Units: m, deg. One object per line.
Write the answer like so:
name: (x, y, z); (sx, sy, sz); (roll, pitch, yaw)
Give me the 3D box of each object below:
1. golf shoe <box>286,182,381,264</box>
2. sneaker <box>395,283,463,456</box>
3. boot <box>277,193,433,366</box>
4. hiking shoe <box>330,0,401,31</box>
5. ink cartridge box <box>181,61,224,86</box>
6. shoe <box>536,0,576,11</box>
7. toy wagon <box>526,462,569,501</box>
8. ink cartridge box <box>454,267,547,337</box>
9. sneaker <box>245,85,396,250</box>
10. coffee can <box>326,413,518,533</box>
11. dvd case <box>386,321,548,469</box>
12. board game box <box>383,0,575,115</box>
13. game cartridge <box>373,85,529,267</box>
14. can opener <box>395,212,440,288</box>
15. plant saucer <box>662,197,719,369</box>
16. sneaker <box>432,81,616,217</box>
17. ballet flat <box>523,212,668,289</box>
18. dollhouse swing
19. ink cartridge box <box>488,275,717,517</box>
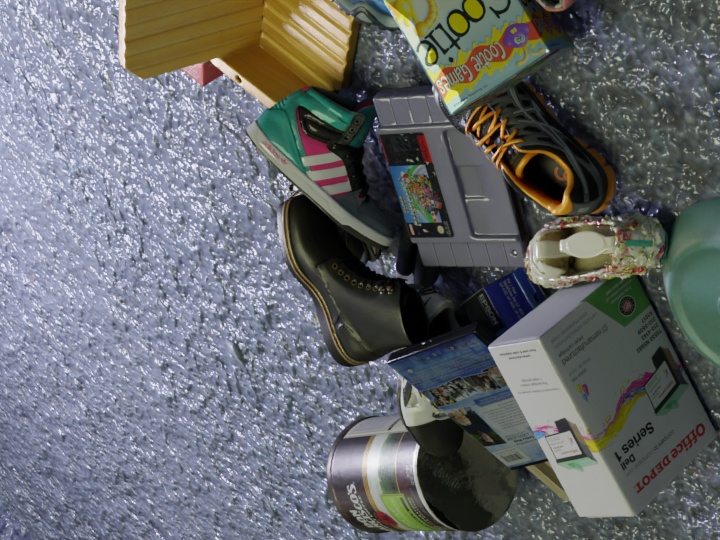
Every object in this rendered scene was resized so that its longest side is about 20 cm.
golf shoe: (-0.053, -0.083, 1.620); (0.078, 0.094, 0.200); (-17, 104, 58)
sneaker: (0.086, 0.118, 1.557); (0.088, 0.074, 0.200); (13, 120, 56)
boot: (0.000, 0.000, 1.529); (0.138, 0.077, 0.200); (-16, 104, 52)
hiking shoe: (0.052, -0.265, 1.342); (0.200, 0.074, 0.087); (30, 134, 19)
ink cartridge box: (-0.188, -0.321, 1.597); (0.116, 0.067, 0.200); (40, 147, 21)
shoe: (0.142, -0.309, 1.149); (0.071, 0.091, 0.200); (-15, 108, 56)
toy wagon: (0.228, 0.174, 1.544); (0.155, 0.040, 0.200); (40, 145, 22)
ink cartridge box: (0.144, 0.073, 1.548); (0.099, 0.039, 0.200); (60, 148, 10)
sneaker: (-0.010, -0.124, 1.519); (0.200, 0.121, 0.084); (41, -168, -15)
coffee can: (0.072, 0.240, 1.710); (0.200, 0.146, 0.146); (-17, 106, 57)
dvd case: (0.142, 0.134, 1.483); (0.200, 0.018, 0.143); (42, 142, -20)
board game box: (0.082, -0.249, 1.227); (0.103, 0.105, 0.200); (-31, 89, 23)
game cartridge: (0.093, -0.093, 1.445); (0.130, 0.038, 0.200); (-2, 120, 30)
can opener: (0.053, 0.003, 1.585); (0.053, 0.067, 0.200); (37, 144, 26)
plant saucer: (0.342, 0.031, 1.262); (0.200, 0.036, 0.200); (34, 143, 30)
sneaker: (0.145, -0.121, 1.319); (0.200, 0.077, 0.078); (38, 123, 15)
ballet flat: (0.205, -0.023, 1.352); (0.200, 0.064, 0.076); (-15, 76, 58)
dollhouse swing: (-0.128, -0.250, 1.483); (0.182, 0.176, 0.200); (40, 145, 22)
ink cartridge box: (0.236, 0.118, 1.378); (0.084, 0.145, 0.200); (-14, 108, 56)
